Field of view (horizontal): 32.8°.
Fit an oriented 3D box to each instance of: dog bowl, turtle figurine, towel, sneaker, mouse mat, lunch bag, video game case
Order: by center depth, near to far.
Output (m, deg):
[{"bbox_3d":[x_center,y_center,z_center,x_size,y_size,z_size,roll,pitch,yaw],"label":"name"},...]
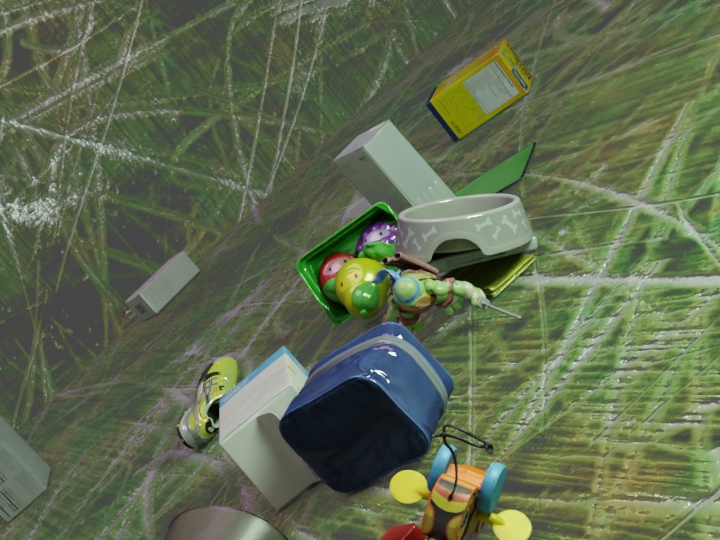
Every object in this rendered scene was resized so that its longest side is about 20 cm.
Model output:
[{"bbox_3d":[0.007,0.164,1.476,0.200,0.136,0.132,-31,15,37],"label":"lunch bag"},{"bbox_3d":[0.099,0.072,1.658,0.144,0.200,0.194,-61,-8,3],"label":"turtle figurine"},{"bbox_3d":[0.142,-0.063,1.734,0.199,0.059,0.200,-9,11,2],"label":"dog bowl"},{"bbox_3d":[0.183,-0.002,1.788,0.086,0.018,0.200,-43,14,-9],"label":"towel"},{"bbox_3d":[0.152,-0.039,1.823,0.182,0.022,0.200,-13,14,-4],"label":"video game case"},{"bbox_3d":[-0.244,0.225,2.118,0.076,0.075,0.200,-22,31,32],"label":"sneaker"},{"bbox_3d":[0.223,-0.150,2.180,0.200,0.008,0.161,-33,15,31],"label":"mouse mat"}]

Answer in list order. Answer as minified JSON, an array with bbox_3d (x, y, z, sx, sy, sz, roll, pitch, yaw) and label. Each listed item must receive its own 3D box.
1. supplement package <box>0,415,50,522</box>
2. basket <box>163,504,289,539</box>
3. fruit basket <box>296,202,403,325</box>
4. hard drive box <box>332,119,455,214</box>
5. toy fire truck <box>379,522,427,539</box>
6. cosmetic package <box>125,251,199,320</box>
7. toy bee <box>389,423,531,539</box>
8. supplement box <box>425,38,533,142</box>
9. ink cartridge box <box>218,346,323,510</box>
[{"bbox_3d":[-0.781,0.414,2.647,0.111,0.200,0.156,-40,13,-2],"label":"supplement package"},{"bbox_3d":[-0.184,0.376,1.326,0.180,0.136,0.200,-22,25,39],"label":"basket"},{"bbox_3d":[0.000,0.000,2.041,0.215,0.156,0.216,-34,-3,-2],"label":"fruit basket"},{"bbox_3d":[0.064,-0.160,2.207,0.077,0.200,0.156,-47,13,-18],"label":"hard drive box"},{"bbox_3d":[0.052,0.299,1.105,0.141,0.049,0.200,-45,15,-26],"label":"toy fire truck"},{"bbox_3d":[-0.568,0.044,3.523,0.113,0.081,0.200,-25,21,53],"label":"cosmetic package"},{"bbox_3d":[0.079,0.214,1.120,0.131,0.200,0.109,13,72,39],"label":"toy bee"},{"bbox_3d":[0.257,-0.387,2.634,0.200,0.109,0.110,-32,15,28],"label":"supplement box"},{"bbox_3d":[-0.105,0.211,1.636,0.125,0.129,0.200,-39,13,4],"label":"ink cartridge box"}]
